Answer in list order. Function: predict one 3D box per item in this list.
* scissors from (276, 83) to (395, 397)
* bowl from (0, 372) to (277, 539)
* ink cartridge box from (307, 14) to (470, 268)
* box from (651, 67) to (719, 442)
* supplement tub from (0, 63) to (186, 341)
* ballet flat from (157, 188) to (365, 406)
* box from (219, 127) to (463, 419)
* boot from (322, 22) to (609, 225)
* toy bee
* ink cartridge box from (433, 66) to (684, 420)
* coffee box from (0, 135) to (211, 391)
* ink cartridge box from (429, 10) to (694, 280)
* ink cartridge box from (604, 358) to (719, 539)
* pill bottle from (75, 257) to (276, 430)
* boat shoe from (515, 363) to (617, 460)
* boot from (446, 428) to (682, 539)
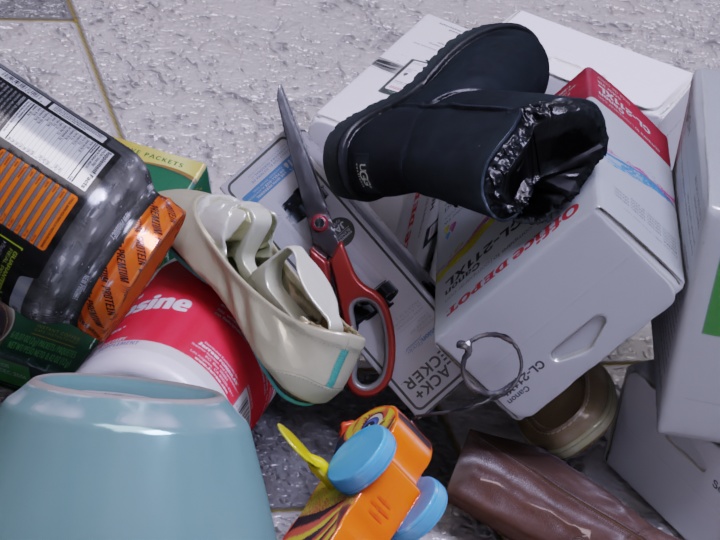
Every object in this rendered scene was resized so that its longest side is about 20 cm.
[{"bbox_3d":[-0.016,-0.019,1.723,0.073,0.201,0.014,-2,1,5],"label":"scissors"},{"bbox_3d":[-0.138,0.118,1.562,0.200,0.106,0.201,7,3,0],"label":"bowl"},{"bbox_3d":[0.029,-0.076,1.960,0.084,0.147,0.200,22,34,15],"label":"ink cartridge box"},{"bbox_3d":[0.295,0.000,1.732,0.198,0.172,0.200,9,32,0],"label":"box"},{"bbox_3d":[-0.214,-0.050,1.654,0.199,0.123,0.123,34,34,1],"label":"supplement tub"},{"bbox_3d":[-0.062,-0.002,1.686,0.069,0.070,0.200,-15,51,-35],"label":"ballet flat"},{"bbox_3d":[0.000,0.000,1.783,0.200,0.060,0.117,49,5,0],"label":"box"},{"bbox_3d":[0.096,-0.092,1.704,0.200,0.077,0.168,-32,27,-36],"label":"boot"},{"bbox_3d":[0.011,0.131,1.666,0.199,0.131,0.109,-30,13,-25],"label":"toy bee"},{"bbox_3d":[0.125,-0.020,1.737,0.083,0.146,0.200,42,23,-18],"label":"ink cartridge box"},{"bbox_3d":[-0.195,-0.006,1.807,0.122,0.044,0.200,18,54,19],"label":"coffee box"},{"bbox_3d":[0.143,-0.065,1.924,0.145,0.201,0.084,22,34,17],"label":"ink cartridge box"},{"bbox_3d":[0.285,0.113,1.795,0.199,0.088,0.145,-11,37,-34],"label":"ink cartridge box"},{"bbox_3d":[-0.106,0.058,1.737,0.112,0.113,0.200,17,32,10],"label":"pill bottle"},{"bbox_3d":[0.119,0.056,1.829,0.072,0.065,0.200,-34,29,11],"label":"boat shoe"},{"bbox_3d":[0.113,0.173,1.666,0.200,0.065,0.186,34,25,28],"label":"boot"}]
